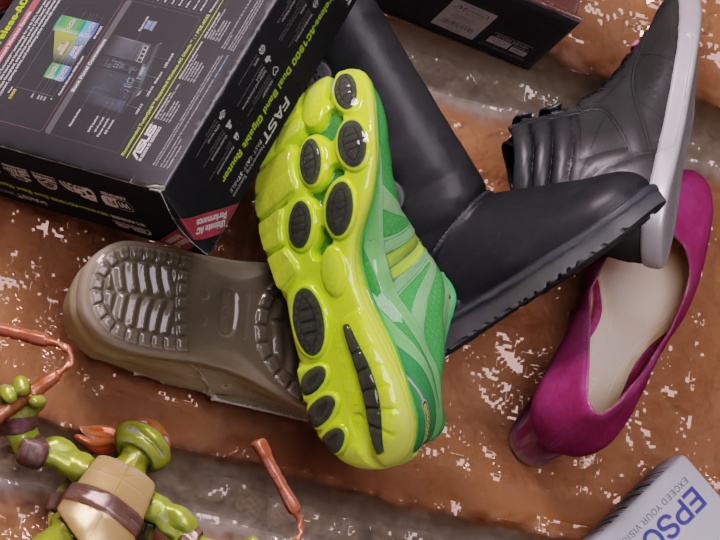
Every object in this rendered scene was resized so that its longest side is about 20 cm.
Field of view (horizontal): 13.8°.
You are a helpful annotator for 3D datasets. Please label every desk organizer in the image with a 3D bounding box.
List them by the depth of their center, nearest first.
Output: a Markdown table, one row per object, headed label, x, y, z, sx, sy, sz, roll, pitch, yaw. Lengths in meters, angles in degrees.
| label | x | y | z | sx | sy | sz | roll | pitch | yaw |
| --- | --- | --- | --- | --- | --- | --- | --- | --- | --- |
| desk organizer | 0.025 | -0.190 | 1.613 | 0.200 | 0.072 | 0.077 | 21 | 66 | -14 |

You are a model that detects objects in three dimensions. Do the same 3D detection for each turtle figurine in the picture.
| label | x | y | z | sx | sy | sz | roll | pitch | yaw |
| --- | --- | --- | --- | --- | --- | --- | --- | --- | --- |
| turtle figurine | -0.139 | 0.122 | 1.462 | 0.200 | 0.064 | 0.161 | 34 | 53 | -5 |

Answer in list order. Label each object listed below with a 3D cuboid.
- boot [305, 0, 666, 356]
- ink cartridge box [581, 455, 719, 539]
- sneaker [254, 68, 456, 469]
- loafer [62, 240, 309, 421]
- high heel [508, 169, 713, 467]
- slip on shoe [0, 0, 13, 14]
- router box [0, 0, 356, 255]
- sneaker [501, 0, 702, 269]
| label | x | y | z | sx | sy | sz | roll | pitch | yaw |
| --- | --- | --- | --- | --- | --- | --- | --- | --- | --- |
| boot | 0.041 | -0.073 | 1.544 | 0.200 | 0.165 | 0.066 | 58 | 26 | 4 |
| ink cartridge box | 0.166 | 0.233 | 1.558 | 0.200 | 0.043 | 0.196 | 48 | 64 | 0 |
| sneaker | 0.000 | 0.000 | 1.494 | 0.084 | 0.074 | 0.200 | 0 | 82 | -60 |
| loafer | -0.067 | 0.030 | 1.518 | 0.200 | 0.068 | 0.076 | 20 | 75 | -32 |
| high heel | 0.147 | 0.016 | 1.583 | 0.067 | 0.096 | 0.200 | 41 | 65 | -5 |
| slip on shoe | -0.192 | -0.171 | 1.531 | 0.200 | 0.061 | 0.074 | -38 | 88 | -28 |
| router box | -0.101 | -0.116 | 1.499 | 0.150 | 0.062 | 0.200 | 17 | 65 | 31 |
| sneaker | 0.132 | -0.087 | 1.622 | 0.099 | 0.071 | 0.200 | 7 | 48 | 11 |
